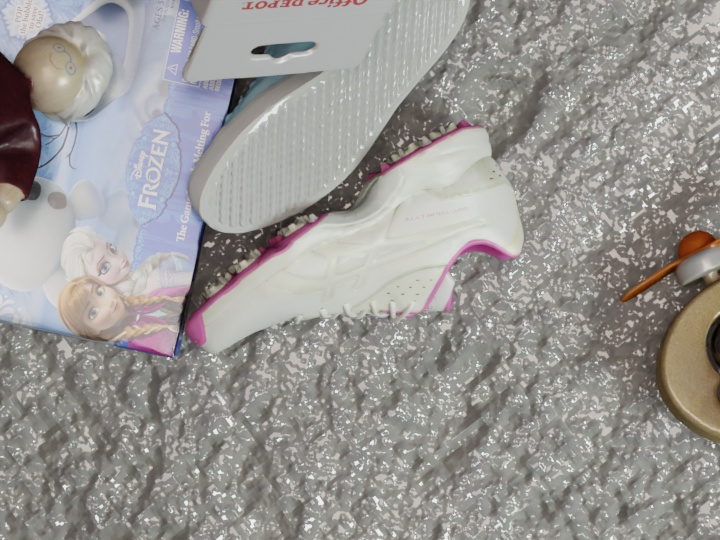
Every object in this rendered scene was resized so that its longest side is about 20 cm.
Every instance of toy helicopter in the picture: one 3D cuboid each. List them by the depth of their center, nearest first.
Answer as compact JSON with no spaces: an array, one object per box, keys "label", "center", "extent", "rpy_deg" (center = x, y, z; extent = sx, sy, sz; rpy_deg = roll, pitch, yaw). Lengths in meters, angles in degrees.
[{"label":"toy helicopter","center":[0.236,0.005,1.666],"extent":[0.132,0.079,0.200],"rpy_deg":[38,78,8]}]

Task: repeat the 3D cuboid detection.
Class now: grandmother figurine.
[{"label":"grandmother figurine","center":[-0.210,-0.079,1.566],"extent":[0.200,0.060,0.122],"rpy_deg":[-28,98,-37]}]

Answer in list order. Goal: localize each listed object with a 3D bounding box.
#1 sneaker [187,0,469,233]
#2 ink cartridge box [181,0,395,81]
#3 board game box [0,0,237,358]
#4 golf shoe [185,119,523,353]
[{"label":"sneaker","center":[-0.028,-0.103,1.651],"extent":[0.200,0.082,0.074],"rpy_deg":[-44,128,-12]},{"label":"ink cartridge box","center":[-0.026,-0.190,1.512],"extent":[0.115,0.200,0.067],"rpy_deg":[-7,53,-31]},{"label":"board game box","center":[-0.177,-0.069,1.658],"extent":[0.198,0.043,0.201],"rpy_deg":[12,90,0]},{"label":"golf shoe","center":[0.000,0.000,1.649],"extent":[0.200,0.075,0.092],"rpy_deg":[-32,94,-1]}]
